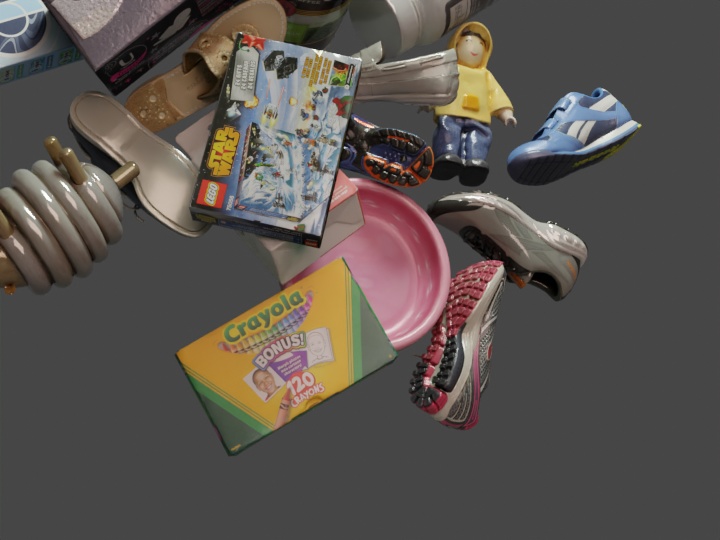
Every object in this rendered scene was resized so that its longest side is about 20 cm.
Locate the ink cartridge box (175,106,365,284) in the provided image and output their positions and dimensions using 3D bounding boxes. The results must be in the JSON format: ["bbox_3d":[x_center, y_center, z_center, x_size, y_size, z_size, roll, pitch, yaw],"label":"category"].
[{"bbox_3d":[-0.099,-0.096,1.405,0.116,0.068,0.200,-35,59,-13],"label":"ink cartridge box"}]

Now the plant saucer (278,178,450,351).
[{"bbox_3d":[0.000,0.000,1.445,0.197,0.051,0.204,6,68,-16],"label":"plant saucer"}]

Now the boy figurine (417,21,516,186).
[{"bbox_3d":[0.129,-0.201,1.561,0.122,0.064,0.203,13,68,-10],"label":"boy figurine"}]

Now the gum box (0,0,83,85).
[{"bbox_3d":[-0.398,-0.291,1.429,0.198,0.045,0.172,-22,78,-24],"label":"gum box"}]

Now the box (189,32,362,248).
[{"bbox_3d":[-0.084,-0.134,1.335,0.135,0.040,0.203,13,70,2],"label":"box"}]

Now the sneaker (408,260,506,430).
[{"bbox_3d":[0.116,0.078,1.446,0.074,0.080,0.202,38,62,-29],"label":"sneaker"}]

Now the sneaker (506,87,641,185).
[{"bbox_3d":[0.245,-0.162,1.581,0.198,0.074,0.083,-22,75,-32],"label":"sneaker"}]

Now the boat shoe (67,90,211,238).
[{"bbox_3d":[-0.236,-0.105,1.401,0.199,0.062,0.075,40,65,2],"label":"boat shoe"}]

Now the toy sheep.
[{"bbox_3d":[-0.306,-0.052,1.318,0.199,0.138,0.139,-34,82,-13],"label":"toy sheep"}]

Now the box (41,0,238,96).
[{"bbox_3d":[-0.227,-0.304,1.369,0.199,0.115,0.133,-38,85,-4],"label":"box"}]

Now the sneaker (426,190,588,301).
[{"bbox_3d":[0.166,-0.030,1.501,0.198,0.074,0.080,24,69,-9],"label":"sneaker"}]

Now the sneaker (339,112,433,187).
[{"bbox_3d":[-0.009,-0.141,1.490,0.198,0.078,0.076,26,90,10],"label":"sneaker"}]

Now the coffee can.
[{"bbox_3d":[-0.067,-0.345,1.474,0.144,0.200,0.149,6,67,-15],"label":"coffee can"}]

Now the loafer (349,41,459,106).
[{"bbox_3d":[0.015,-0.228,1.506,0.196,0.070,0.071,2,101,0],"label":"loafer"}]

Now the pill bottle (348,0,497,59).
[{"bbox_3d":[0.088,-0.341,1.573,0.199,0.113,0.114,-35,83,-27],"label":"pill bottle"}]

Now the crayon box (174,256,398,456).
[{"bbox_3d":[-0.075,0.089,1.344,0.198,0.058,0.120,-30,84,-6],"label":"crayon box"}]

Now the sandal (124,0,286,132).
[{"bbox_3d":[-0.163,-0.210,1.407,0.210,0.070,0.078,-34,108,6],"label":"sandal"}]
